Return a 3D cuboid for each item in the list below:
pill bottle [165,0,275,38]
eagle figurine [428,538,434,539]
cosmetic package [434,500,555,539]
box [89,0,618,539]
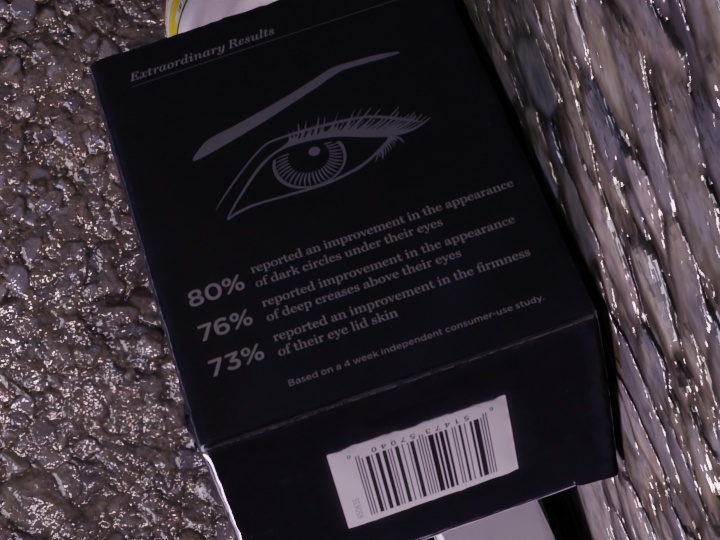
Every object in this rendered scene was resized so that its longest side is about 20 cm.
[{"bbox_3d":[-0.053,-0.137,1.166,0.200,0.110,0.112,-117,10,-73],"label":"pill bottle"},{"bbox_3d":[0.007,0.173,1.176,0.152,0.149,0.202,93,177,-60],"label":"eagle figurine"},{"bbox_3d":[0.064,0.132,1.002,0.151,0.051,0.201,-113,-1,-78],"label":"cosmetic package"},{"bbox_3d":[-0.005,-0.003,0.794,0.105,0.147,0.201,75,177,-51],"label":"box"}]
